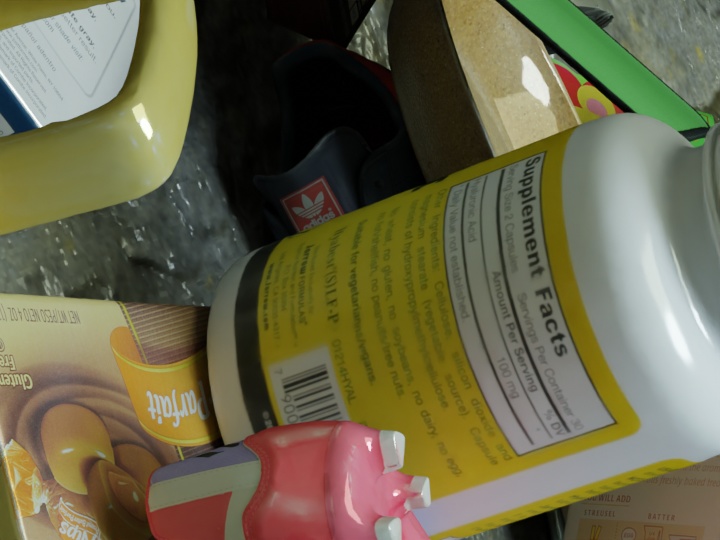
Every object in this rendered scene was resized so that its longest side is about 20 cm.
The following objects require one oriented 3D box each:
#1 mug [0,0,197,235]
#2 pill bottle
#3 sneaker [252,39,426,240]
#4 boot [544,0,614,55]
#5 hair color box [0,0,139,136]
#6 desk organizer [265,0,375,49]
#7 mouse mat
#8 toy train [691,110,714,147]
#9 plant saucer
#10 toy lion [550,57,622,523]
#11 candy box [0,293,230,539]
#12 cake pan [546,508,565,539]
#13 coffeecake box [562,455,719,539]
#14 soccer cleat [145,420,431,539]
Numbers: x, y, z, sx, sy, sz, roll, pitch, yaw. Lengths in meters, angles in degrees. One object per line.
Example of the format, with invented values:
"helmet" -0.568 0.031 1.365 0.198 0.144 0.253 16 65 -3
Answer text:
"mug" -0.142 -0.024 0.726 0.154 0.185 0.150 -89 -168 -52
"pill bottle" 0.061 0.017 0.909 0.111 0.199 0.112 44 35 -44
"sneaker" 0.000 0.000 1.078 0.084 0.075 0.201 40 29 -48
"boot" 0.055 -0.195 1.300 0.182 0.072 0.201 -28 105 -87
"hair color box" -0.114 -0.111 0.946 0.100 0.060 0.200 55 30 -25
"desk organizer" -0.034 -0.172 1.083 0.072 0.077 0.200 -58 160 -21
"mouse mat" 0.058 -0.098 1.023 0.161 0.008 0.200 42 11 7
"toy train" 0.140 -0.005 1.183 0.056 0.042 0.200 17 33 -8
"plant saucer" 0.057 -0.040 1.118 0.201 0.035 0.201 58 17 -28
"toy lion" 0.097 0.001 1.233 0.192 0.069 0.200 44 39 -2
"candy box" -0.072 0.071 0.902 0.200 0.055 0.116 6 67 -62
"cake pan" 0.145 0.124 1.302 0.200 0.037 0.201 42 37 -43
"coffeecake box" 0.141 0.119 0.991 0.073 0.153 0.201 18 78 -36
"soccer cleat" -0.003 0.110 0.891 0.200 0.076 0.067 66 25 -52
